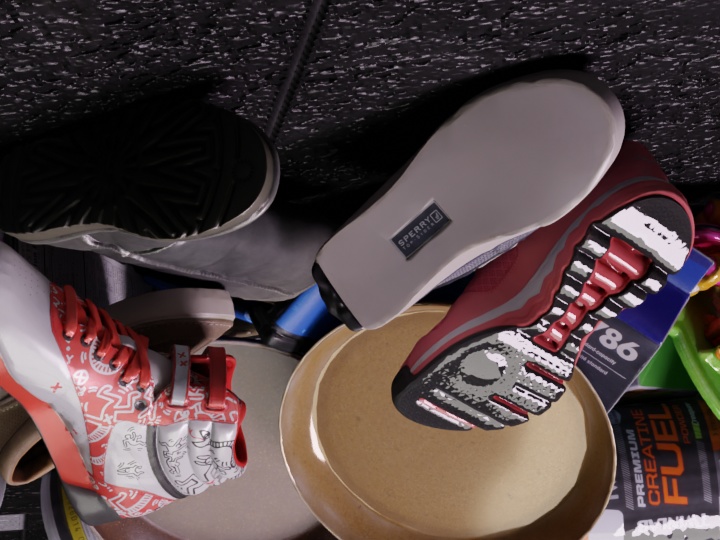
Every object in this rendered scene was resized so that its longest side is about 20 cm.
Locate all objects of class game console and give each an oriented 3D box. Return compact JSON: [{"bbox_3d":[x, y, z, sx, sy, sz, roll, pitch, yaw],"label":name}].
[{"bbox_3d":[0.000,0.000,1.224,0.171,0.119,0.199,-48,144,20],"label":"game console"}]

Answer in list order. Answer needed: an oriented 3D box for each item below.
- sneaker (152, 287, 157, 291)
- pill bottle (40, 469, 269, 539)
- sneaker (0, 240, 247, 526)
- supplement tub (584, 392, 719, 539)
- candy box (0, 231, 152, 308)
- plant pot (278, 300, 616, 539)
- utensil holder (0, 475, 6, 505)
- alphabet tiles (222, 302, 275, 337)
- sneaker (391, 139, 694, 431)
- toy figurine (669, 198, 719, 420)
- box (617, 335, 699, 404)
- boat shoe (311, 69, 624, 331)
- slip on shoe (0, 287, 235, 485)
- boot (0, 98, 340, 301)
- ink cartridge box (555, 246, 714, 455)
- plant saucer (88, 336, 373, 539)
[{"bbox_3d":[-0.211,0.060,1.291,0.099,0.071,0.200,30,131,-19],"label":"sneaker"},{"bbox_3d":[-0.105,0.141,1.335,0.199,0.113,0.112,-23,161,17],"label":"pill bottle"},{"bbox_3d":[-0.125,0.045,1.028,0.107,0.068,0.202,-16,130,7],"label":"sneaker"},{"bbox_3d":[0.168,0.139,1.282,0.198,0.108,0.107,-7,166,-4],"label":"supplement tub"},{"bbox_3d":[-0.216,0.020,1.155,0.135,0.062,0.200,-10,164,15],"label":"candy box"},{"bbox_3d":[0.051,0.097,1.165,0.198,0.201,0.028,-10,-152,18],"label":"plant pot"},{"bbox_3d":[-0.361,0.147,1.390,0.169,0.172,0.199,7,158,-39],"label":"utensil holder"},{"bbox_3d":[-0.020,0.021,1.339,0.198,0.006,0.166,-10,165,16],"label":"alphabet tiles"},{"bbox_3d":[0.094,0.008,1.068,0.074,0.087,0.200,34,117,-30],"label":"sneaker"},{"bbox_3d":[0.274,-0.009,1.166,0.183,0.151,0.200,-30,130,29],"label":"toy figurine"},{"bbox_3d":[0.185,0.060,1.389,0.199,0.098,0.176,7,158,-42],"label":"box"},{"bbox_3d":[0.063,-0.048,1.013,0.199,0.075,0.093,-33,-176,35],"label":"boat shoe"},{"bbox_3d":[-0.144,0.065,1.121,0.199,0.061,0.076,-24,160,32],"label":"slip on shoe"},{"bbox_3d":[-0.066,-0.024,1.019,0.181,0.073,0.200,2,165,36],"label":"boot"},{"bbox_3d":[0.112,0.040,1.155,0.099,0.039,0.201,33,133,3],"label":"ink cartridge box"},{"bbox_3d":[-0.080,0.116,1.231,0.198,0.035,0.202,1,123,2],"label":"plant saucer"}]
